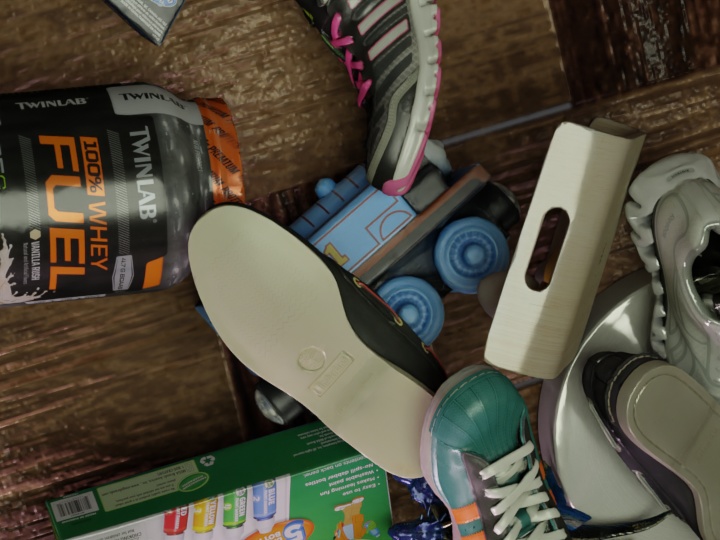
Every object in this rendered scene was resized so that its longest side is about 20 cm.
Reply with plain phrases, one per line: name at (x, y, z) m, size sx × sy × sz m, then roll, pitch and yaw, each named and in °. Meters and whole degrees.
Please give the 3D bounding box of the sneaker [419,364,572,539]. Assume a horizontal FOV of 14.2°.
sneaker at (0.089, 0.144, 1.635) m, size 0.071 × 0.080 × 0.200 m, roll -29°, pitch 129°, yaw -22°

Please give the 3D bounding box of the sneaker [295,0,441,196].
sneaker at (0.001, -0.141, 1.684) m, size 0.087 × 0.074 × 0.200 m, roll 2°, pitch 80°, yaw -5°

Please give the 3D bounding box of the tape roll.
tape roll at (0.212, 0.092, 1.822) m, size 0.203 × 0.037 × 0.203 m, roll -3°, pitch 102°, yaw -13°

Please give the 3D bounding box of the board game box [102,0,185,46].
board game box at (-0.125, -0.269, 1.643) m, size 0.200 × 0.062 × 0.200 m, roll 43°, pitch 88°, yaw -19°

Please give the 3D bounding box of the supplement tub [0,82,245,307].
supplement tub at (-0.172, -0.043, 1.648) m, size 0.200 × 0.123 × 0.123 m, roll -7°, pitch 104°, yaw -13°

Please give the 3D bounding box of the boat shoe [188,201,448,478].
boat shoe at (-0.023, 0.034, 1.639) m, size 0.074 × 0.063 × 0.201 m, roll -40°, pitch 109°, yaw 15°

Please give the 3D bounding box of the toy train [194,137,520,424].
toy train at (0.000, 0.000, 1.721) m, size 0.200 × 0.087 × 0.114 m, roll -42°, pitch 97°, yaw -6°

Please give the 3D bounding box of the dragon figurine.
dragon figurine at (0.099, 0.155, 1.740) m, size 0.200 × 0.099 × 0.059 m, roll 19°, pitch 104°, yaw -16°

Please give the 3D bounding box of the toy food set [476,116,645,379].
toy food set at (0.114, -0.020, 1.692) m, size 0.060 × 0.200 × 0.144 m, roll 18°, pitch 97°, yaw 7°

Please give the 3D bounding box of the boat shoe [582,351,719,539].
boat shoe at (0.202, 0.113, 1.772) m, size 0.073 × 0.063 × 0.200 m, roll -51°, pitch 129°, yaw -10°

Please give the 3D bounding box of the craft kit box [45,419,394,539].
craft kit box at (-0.075, 0.194, 1.731) m, size 0.200 × 0.049 × 0.198 m, roll -16°, pitch 131°, yaw -10°

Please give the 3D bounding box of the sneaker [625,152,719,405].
sneaker at (0.215, 0.028, 1.735) m, size 0.075 × 0.081 × 0.200 m, roll -28°, pitch 124°, yaw -8°
